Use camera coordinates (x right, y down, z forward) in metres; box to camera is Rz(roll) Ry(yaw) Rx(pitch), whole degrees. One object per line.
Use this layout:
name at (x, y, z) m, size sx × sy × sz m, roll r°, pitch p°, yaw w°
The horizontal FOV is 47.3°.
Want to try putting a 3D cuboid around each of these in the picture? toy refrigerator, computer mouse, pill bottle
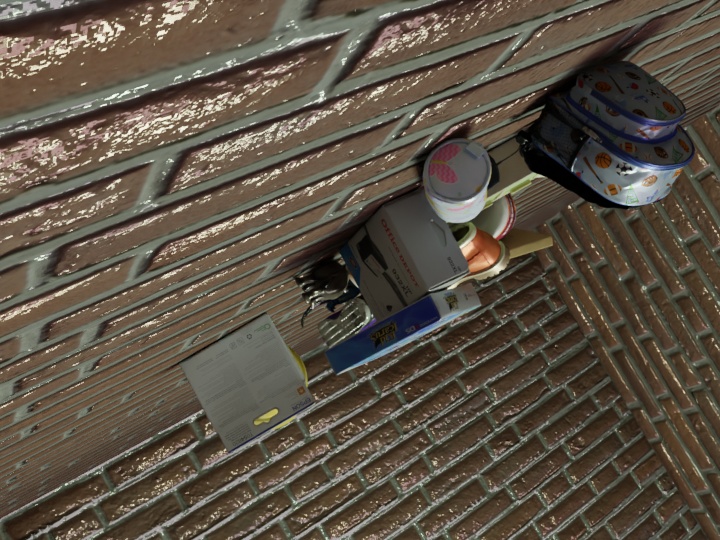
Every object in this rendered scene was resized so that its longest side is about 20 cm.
toy refrigerator at (0.188, -0.133, 1.277) m, size 0.200 × 0.070 × 0.076 m, roll -30°, pitch 173°, yaw -9°
computer mouse at (0.207, -0.165, 1.226) m, size 0.200 × 0.059 × 0.034 m, roll -33°, pitch -164°, yaw -10°
pill bottle at (0.212, -0.102, 1.437) m, size 0.113 × 0.113 × 0.200 m, roll -32°, pitch 174°, yaw 15°

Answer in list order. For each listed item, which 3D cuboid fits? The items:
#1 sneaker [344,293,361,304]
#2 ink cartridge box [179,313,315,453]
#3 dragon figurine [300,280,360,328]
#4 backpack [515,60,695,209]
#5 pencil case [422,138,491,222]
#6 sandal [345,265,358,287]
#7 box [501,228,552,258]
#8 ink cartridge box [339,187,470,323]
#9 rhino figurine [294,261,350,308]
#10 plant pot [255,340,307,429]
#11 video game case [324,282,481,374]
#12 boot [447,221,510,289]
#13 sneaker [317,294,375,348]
sneaker at (-0.010, 0.058, 1.825) m, size 0.074 × 0.079 × 0.200 m, roll -31°, pitch 175°, yaw -9°
ink cartridge box at (-0.215, 0.216, 1.579) m, size 0.199 × 0.200 × 0.041 m, roll -29°, pitch 174°, yaw -1°
dragon figurine at (-0.038, 0.039, 1.632) m, size 0.200 × 0.059 × 0.099 m, roll -27°, pitch 173°, yaw -28°
backpack at (0.350, -0.180, 1.105) m, size 0.200 × 0.191 × 0.154 m, roll -26°, pitch 156°, yaw -33°
pencil case at (0.130, -0.116, 1.090) m, size 0.091 × 0.083 × 0.200 m, roll -35°, pitch 173°, yaw 5°
sandal at (0.004, 0.007, 1.496) m, size 0.059 × 0.079 × 0.207 m, roll -29°, pitch 176°, yaw -21°
box at (0.226, -0.043, 1.512) m, size 0.200 × 0.021 × 0.163 m, roll -16°, pitch -163°, yaw -27°
ink cartridge box at (0.063, -0.016, 1.269) m, size 0.084 × 0.145 × 0.200 m, roll -24°, pitch 172°, yaw -27°
rhino figurine at (-0.058, 0.024, 1.436) m, size 0.087 × 0.060 × 0.200 m, roll -27°, pitch 175°, yaw -1°
plant pot at (-0.214, 0.224, 1.773) m, size 0.200 × 0.201 × 0.189 m, roll -28°, pitch 157°, yaw -18°
video game case at (0.070, 0.089, 1.279) m, size 0.200 × 0.046 × 0.181 m, roll -30°, pitch 172°, yaw 26°
boot at (0.130, -0.018, 1.337) m, size 0.200 × 0.075 × 0.107 m, roll -26°, pitch 137°, yaw 33°
sneaker at (-0.006, 0.095, 1.632) m, size 0.099 × 0.070 × 0.200 m, roll -29°, pitch 174°, yaw -37°
